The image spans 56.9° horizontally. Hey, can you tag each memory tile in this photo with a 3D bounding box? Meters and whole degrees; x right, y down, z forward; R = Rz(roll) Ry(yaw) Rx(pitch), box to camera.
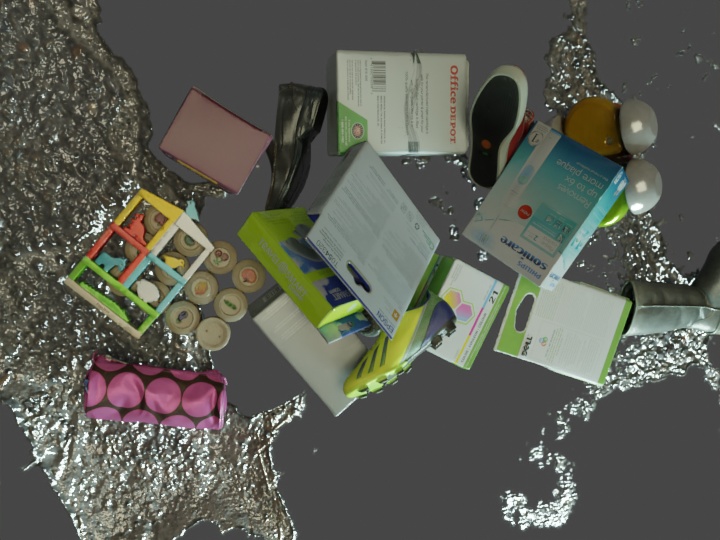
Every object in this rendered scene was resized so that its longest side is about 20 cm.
[{"bbox_3d":[-0.252,0.011,0.965,0.200,0.017,0.154,33,88,-10],"label":"memory tile"}]

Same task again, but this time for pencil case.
[{"bbox_3d":[-0.290,0.173,0.949,0.199,0.091,0.094,10,87,-17],"label":"pencil case"}]

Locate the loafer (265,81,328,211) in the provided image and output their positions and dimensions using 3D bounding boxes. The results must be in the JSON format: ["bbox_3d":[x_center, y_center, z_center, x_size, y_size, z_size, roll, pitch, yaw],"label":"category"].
[{"bbox_3d":[-0.109,-0.175,0.971,0.072,0.073,0.201,17,88,7],"label":"loafer"}]

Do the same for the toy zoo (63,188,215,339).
[{"bbox_3d":[-0.300,-0.021,0.937,0.131,0.020,0.200,39,87,-9],"label":"toy zoo"}]

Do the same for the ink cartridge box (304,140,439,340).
[{"bbox_3d":[0.014,-0.041,0.910,0.197,0.043,0.200,51,50,-26],"label":"ink cartridge box"}]

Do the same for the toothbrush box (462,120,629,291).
[{"bbox_3d":[0.271,-0.092,0.978,0.146,0.085,0.200,39,103,27],"label":"toothbrush box"}]

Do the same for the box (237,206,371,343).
[{"bbox_3d":[-0.065,0.000,0.915,0.200,0.122,0.048,49,118,15],"label":"box"}]

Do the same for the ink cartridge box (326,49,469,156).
[{"bbox_3d":[0.054,-0.243,0.987,0.199,0.083,0.147,-2,97,-13],"label":"ink cartridge box"}]

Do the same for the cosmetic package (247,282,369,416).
[{"bbox_3d":[-0.065,0.106,0.997,0.107,0.090,0.200,-39,106,-7],"label":"cosmetic package"}]

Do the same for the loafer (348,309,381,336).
[{"bbox_3d":[0.000,0.000,0.997,0.069,0.075,0.201,-21,96,-41],"label":"loafer"}]

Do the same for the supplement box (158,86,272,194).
[{"bbox_3d":[-0.193,-0.163,0.874,0.110,0.200,0.086,31,89,-15],"label":"supplement box"}]

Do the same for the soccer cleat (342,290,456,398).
[{"bbox_3d":[0.049,0.108,0.966,0.200,0.065,0.084,-37,73,-8],"label":"soccer cleat"}]

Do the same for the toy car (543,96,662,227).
[{"bbox_3d":[0.388,-0.172,1.055,0.150,0.174,0.201,-13,97,-51],"label":"toy car"}]

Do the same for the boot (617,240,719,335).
[{"bbox_3d":[0.548,0.030,1.153,0.199,0.073,0.183,6,93,-8],"label":"boot"}]

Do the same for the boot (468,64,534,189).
[{"bbox_3d":[0.223,-0.236,0.980,0.072,0.200,0.144,29,56,20],"label":"boot"}]

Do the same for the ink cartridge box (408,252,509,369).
[{"bbox_3d":[0.105,0.044,1.035,0.199,0.076,0.148,27,89,-16],"label":"ink cartridge box"}]

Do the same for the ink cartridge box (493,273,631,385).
[{"bbox_3d":[0.317,0.084,1.086,0.199,0.076,0.148,18,92,-11],"label":"ink cartridge box"}]
